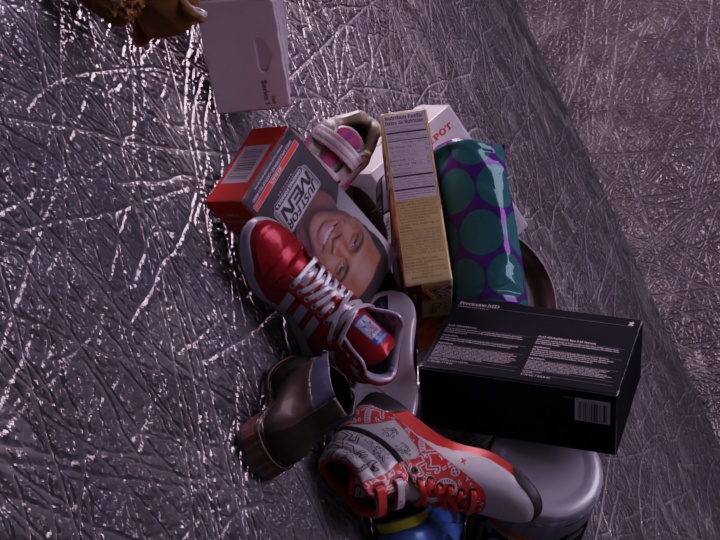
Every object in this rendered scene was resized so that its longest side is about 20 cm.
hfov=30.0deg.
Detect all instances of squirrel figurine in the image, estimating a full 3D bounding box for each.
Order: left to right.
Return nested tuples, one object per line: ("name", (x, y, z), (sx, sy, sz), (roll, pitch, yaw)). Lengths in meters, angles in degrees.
("squirrel figurine", (-0.229, -0.294, 1.273), (0.187, 0.141, 0.200), (64, 30, -25))

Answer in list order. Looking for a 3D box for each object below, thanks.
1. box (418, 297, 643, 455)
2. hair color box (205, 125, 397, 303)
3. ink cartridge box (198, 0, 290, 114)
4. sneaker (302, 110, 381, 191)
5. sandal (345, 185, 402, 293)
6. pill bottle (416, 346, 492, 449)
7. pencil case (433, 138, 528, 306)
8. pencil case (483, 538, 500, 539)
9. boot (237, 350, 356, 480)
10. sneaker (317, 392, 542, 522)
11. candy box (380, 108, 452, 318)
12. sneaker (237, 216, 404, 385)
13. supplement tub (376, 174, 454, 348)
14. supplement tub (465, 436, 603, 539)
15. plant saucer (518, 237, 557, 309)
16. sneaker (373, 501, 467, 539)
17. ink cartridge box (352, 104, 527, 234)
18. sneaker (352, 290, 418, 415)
("box", (0.175, 0.103, 1.361), (0.141, 0.199, 0.079), (-56, 147, -51))
("hair color box", (-0.056, -0.042, 1.358), (0.200, 0.061, 0.102), (48, 60, -35))
("ink cartridge box", (-0.128, -0.287, 1.470), (0.201, 0.083, 0.145), (-96, 178, -49))
("sneaker", (-0.041, -0.117, 1.460), (0.081, 0.088, 0.200), (39, 43, -5))
("sandal", (0.000, 0.000, 1.510), (0.080, 0.054, 0.201), (-14, 77, -36))
("pill bottle", (0.136, 0.181, 1.527), (0.200, 0.110, 0.111), (52, 21, -25))
("pencil case", (0.132, -0.044, 1.488), (0.092, 0.085, 0.201), (105, -21, -74))
("pencil case", (0.147, 0.367, 1.335), (0.201, 0.083, 0.091), (62, -2, -1))
("boot", (-0.037, 0.112, 1.199), (0.075, 0.097, 0.200), (55, 20, -12))
("sneaker", (0.058, 0.200, 1.230), (0.201, 0.067, 0.108), (29, 47, 18))
("candy box", (0.061, -0.060, 1.465), (0.116, 0.055, 0.201), (85, -3, -70))
("sneaker", (-0.031, 0.031, 1.269), (0.071, 0.112, 0.200), (-49, 124, -26))
("supplement tub", (0.082, -0.016, 1.585), (0.122, 0.122, 0.201), (29, 54, -57))
("supplement tub", (0.177, 0.252, 1.405), (0.200, 0.122, 0.123), (95, -15, -52))
("plant saucer", (0.149, 0.039, 1.680), (0.201, 0.199, 0.032), (64, -24, 8))
("sneaker", (0.069, 0.261, 1.327), (0.200, 0.066, 0.079), (-11, 84, -69))
("ink cartridge box", (0.099, -0.093, 1.739), (0.200, 0.146, 0.086), (54, -16, -21))
("sneaker", (0.030, 0.132, 1.387), (0.112, 0.073, 0.201), (81, 16, -55))
